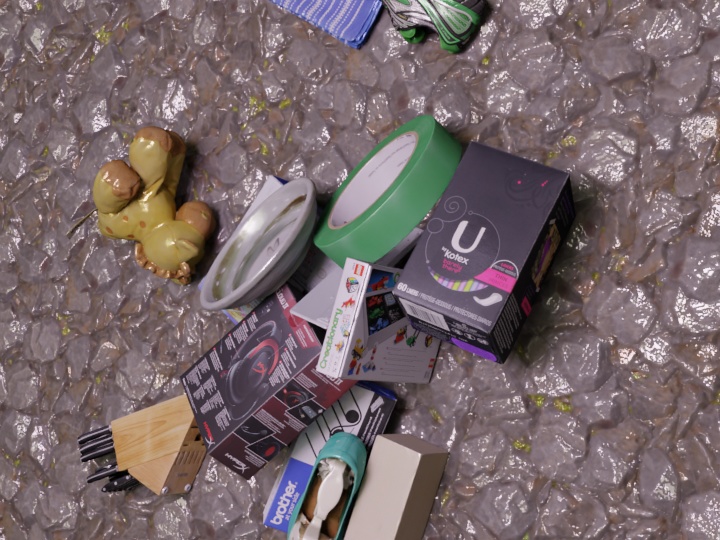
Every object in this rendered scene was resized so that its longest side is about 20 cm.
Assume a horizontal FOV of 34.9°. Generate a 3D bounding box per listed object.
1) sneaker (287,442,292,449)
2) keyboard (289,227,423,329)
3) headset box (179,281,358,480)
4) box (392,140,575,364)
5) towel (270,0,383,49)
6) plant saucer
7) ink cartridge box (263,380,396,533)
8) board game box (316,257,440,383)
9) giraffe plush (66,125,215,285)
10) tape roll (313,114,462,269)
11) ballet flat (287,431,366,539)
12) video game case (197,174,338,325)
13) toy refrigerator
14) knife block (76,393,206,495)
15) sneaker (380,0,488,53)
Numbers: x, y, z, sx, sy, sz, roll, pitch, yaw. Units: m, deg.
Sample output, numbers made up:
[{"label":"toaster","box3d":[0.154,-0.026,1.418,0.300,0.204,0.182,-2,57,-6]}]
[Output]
[{"label":"sneaker","box3d":[-0.134,0.171,1.448,0.200,0.077,0.084,28,95,31]},{"label":"keyboard","box3d":[0.000,0.000,1.345,0.056,0.200,0.011,18,135,35]},{"label":"headset box","box3d":[-0.102,0.119,1.335,0.200,0.075,0.149,-43,38,6]},{"label":"box","box3d":[0.138,-0.020,1.250,0.122,0.106,0.201,21,73,23]},{"label":"towel","box3d":[-0.040,-0.389,1.488,0.200,0.024,0.145,34,100,29]},{"label":"plant saucer","box3d":[-0.111,-0.021,1.380,0.200,0.050,0.200,-41,21,20]},{"label":"ink cartridge box","box3d":[-0.038,0.225,1.377,0.094,0.044,0.201,21,98,-7]},{"label":"board game box","box3d":[0.034,0.061,1.290,0.035,0.200,0.127,17,92,33]},{"label":"giraffe plush","box3d":[-0.265,-0.068,1.522,0.162,0.173,0.200,40,94,6]},{"label":"tape roll","box3d":[0.030,-0.090,1.323,0.048,0.201,0.200,42,111,-17]},{"label":"ballet flat","box3d":[-0.048,0.281,1.320,0.067,0.070,0.201,21,106,10]},{"label":"video game case","box3d":[-0.089,0.010,1.458,0.200,0.045,0.182,42,104,27]},{"label":"toy refrigerator","box3d":[0.030,0.295,1.338,0.070,0.076,0.201,19,95,31]},{"label":"knife block","box3d":[-0.290,0.216,1.541,0.175,0.064,0.201,29,99,29]},{"label":"sneaker","box3d":[0.049,-0.327,1.386,0.199,0.078,0.085,29,103,19]}]
